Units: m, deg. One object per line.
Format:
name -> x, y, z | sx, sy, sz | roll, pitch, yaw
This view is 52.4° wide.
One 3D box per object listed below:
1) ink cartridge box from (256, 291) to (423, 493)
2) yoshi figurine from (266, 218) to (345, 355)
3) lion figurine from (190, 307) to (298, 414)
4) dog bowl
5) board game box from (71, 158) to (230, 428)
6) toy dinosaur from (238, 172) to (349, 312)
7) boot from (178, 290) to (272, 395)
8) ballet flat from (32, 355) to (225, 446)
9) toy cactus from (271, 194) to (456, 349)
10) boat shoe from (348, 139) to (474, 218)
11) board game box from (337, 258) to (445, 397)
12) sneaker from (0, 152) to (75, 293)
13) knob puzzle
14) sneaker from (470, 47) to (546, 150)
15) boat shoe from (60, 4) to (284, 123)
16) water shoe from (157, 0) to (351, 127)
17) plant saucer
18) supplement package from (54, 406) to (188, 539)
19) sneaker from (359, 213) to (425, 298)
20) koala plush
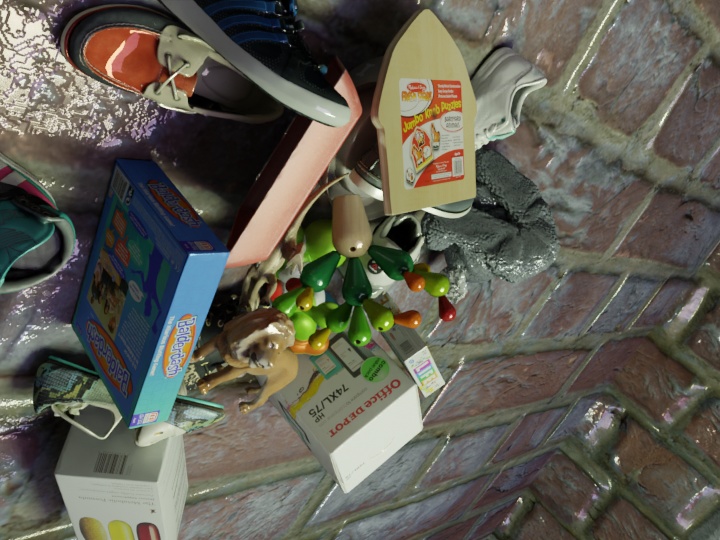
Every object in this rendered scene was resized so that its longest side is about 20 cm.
ink cartridge box -> -0.033, 0.168, 1.013 | 0.146, 0.200, 0.146 | -36, 147, -17
yoshi figurine -> -0.055, 0.011, 0.913 | 0.112, 0.112, 0.201 | -45, 150, -34
lion figurine -> -0.110, 0.097, 0.804 | 0.122, 0.073, 0.200 | -26, 162, 3
dog bowl -> 0.024, -0.156, 0.852 | 0.200, 0.059, 0.201 | -32, 146, -24
board game box -> -0.204, 0.021, 0.685 | 0.045, 0.152, 0.201 | -3, 129, -45
toy dinosaur -> -0.087, -0.026, 0.776 | 0.200, 0.058, 0.101 | -56, -167, 15
boot -> -0.173, 0.050, 0.841 | 0.153, 0.073, 0.204 | -30, 147, -32
ballet flat -> -0.246, 0.150, 0.777 | 0.199, 0.074, 0.074 | 18, 119, -12
toy cactus -> 0.000, 0.000, 0.816 | 0.199, 0.166, 0.102 | -7, 178, 14
boat shoe -> 0.075, -0.108, 0.844 | 0.199, 0.073, 0.062 | 5, 123, -45
board game box -> 0.033, 0.061, 0.970 | 0.034, 0.200, 0.135 | -34, 149, -3
sneaker -> -0.287, -0.046, 0.539 | 0.084, 0.121, 0.200 | -47, 149, 1
knob puzzle -> 0.064, -0.168, 0.770 | 0.219, 0.030, 0.221 | -8, 100, -52
sneaker -> 0.157, -0.188, 0.948 | 0.200, 0.088, 0.075 | -53, 150, 11
boat shoe -> -0.151, -0.168, 0.623 | 0.200, 0.063, 0.071 | 4, 125, -51
water shoe -> -0.076, -0.191, 0.558 | 0.079, 0.200, 0.071 | -51, 173, 11
plant saucer -> -0.060, -0.105, 0.701 | 0.037, 0.200, 0.200 | 31, 104, -15
supplement package -> -0.272, 0.250, 0.866 | 0.113, 0.110, 0.201 | 5, 134, -2
sneaker -> 0.054, -0.040, 0.936 | 0.089, 0.074, 0.200 | -51, -177, 29
koala plush -> 0.182, -0.039, 1.087 | 0.178, 0.184, 0.200 | -50, 174, -23
